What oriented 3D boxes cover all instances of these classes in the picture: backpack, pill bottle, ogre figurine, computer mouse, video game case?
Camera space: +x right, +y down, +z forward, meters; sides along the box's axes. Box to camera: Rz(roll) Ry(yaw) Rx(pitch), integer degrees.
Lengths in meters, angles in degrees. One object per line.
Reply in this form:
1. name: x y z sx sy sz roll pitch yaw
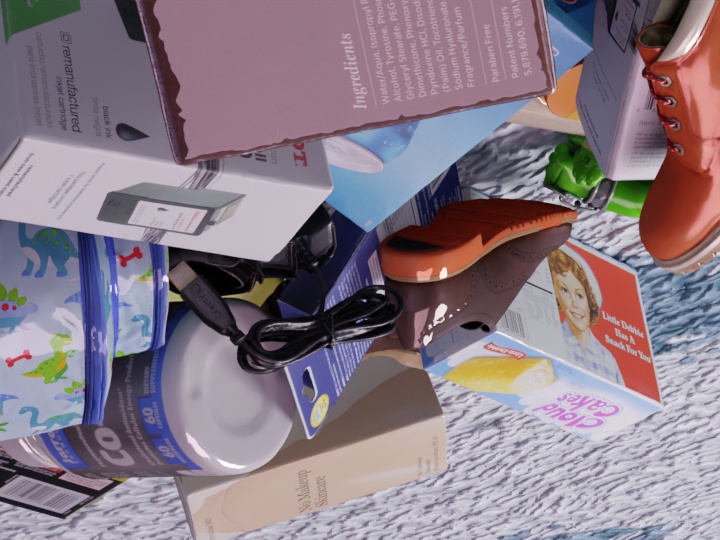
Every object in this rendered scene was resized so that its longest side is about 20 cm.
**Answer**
1. backpack: -0.190 -0.006 1.663 0.146 0.201 0.183 -5 149 -10
2. pill bottle: -0.148 0.079 1.801 0.199 0.114 0.114 -6 160 43
3. ogre figurine: 0.222 -0.083 1.776 0.120 0.098 0.200 28 119 -24
4. computer mouse: -0.076 -0.021 1.653 0.140 0.200 0.046 -23 163 -43
5. video game case: -0.238 0.119 2.046 0.180 0.026 0.200 -32 143 34

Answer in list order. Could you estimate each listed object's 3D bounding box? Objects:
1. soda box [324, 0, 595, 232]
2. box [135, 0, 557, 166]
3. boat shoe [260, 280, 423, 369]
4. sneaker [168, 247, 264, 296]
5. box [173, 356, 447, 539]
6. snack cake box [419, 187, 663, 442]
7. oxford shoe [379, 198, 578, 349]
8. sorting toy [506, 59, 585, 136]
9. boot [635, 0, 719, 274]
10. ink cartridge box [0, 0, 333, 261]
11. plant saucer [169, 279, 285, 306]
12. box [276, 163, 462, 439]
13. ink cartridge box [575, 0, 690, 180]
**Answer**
1. soda box: 0.047 -0.111 1.611 0.068 0.064 0.200 36 127 -21
2. box: -0.015 -0.177 1.403 0.199 0.166 0.165 -11 122 2
3. boat shoe: 0.011 0.022 1.899 0.200 0.070 0.070 5 129 -55
4. sneaker: -0.052 -0.045 1.741 0.199 0.100 0.071 -23 146 19
5. box: -0.042 0.125 2.032 0.199 0.078 0.095 -18 150 -6
6. snack cake box: 0.121 0.033 1.917 0.067 0.115 0.200 -30 145 31
7. oxford shoe: 0.076 -0.002 1.791 0.071 0.073 0.200 9 -161 36
8. sorting toy: 0.116 -0.149 1.662 0.184 0.037 0.200 8 140 -29
9. boot: 0.187 -0.093 1.541 0.107 0.075 0.201 14 117 -22
10. ink cartridge box: -0.127 -0.098 1.580 0.199 0.146 0.084 9 145 -31
11. plant saucer: -0.150 0.018 1.891 0.199 0.031 0.200 -8 150 -5
12. box: 0.000 0.000 1.767 0.032 0.200 0.121 24 157 19
13. ink cartridge box: 0.218 -0.154 1.594 0.146 0.086 0.201 -2 129 -14
